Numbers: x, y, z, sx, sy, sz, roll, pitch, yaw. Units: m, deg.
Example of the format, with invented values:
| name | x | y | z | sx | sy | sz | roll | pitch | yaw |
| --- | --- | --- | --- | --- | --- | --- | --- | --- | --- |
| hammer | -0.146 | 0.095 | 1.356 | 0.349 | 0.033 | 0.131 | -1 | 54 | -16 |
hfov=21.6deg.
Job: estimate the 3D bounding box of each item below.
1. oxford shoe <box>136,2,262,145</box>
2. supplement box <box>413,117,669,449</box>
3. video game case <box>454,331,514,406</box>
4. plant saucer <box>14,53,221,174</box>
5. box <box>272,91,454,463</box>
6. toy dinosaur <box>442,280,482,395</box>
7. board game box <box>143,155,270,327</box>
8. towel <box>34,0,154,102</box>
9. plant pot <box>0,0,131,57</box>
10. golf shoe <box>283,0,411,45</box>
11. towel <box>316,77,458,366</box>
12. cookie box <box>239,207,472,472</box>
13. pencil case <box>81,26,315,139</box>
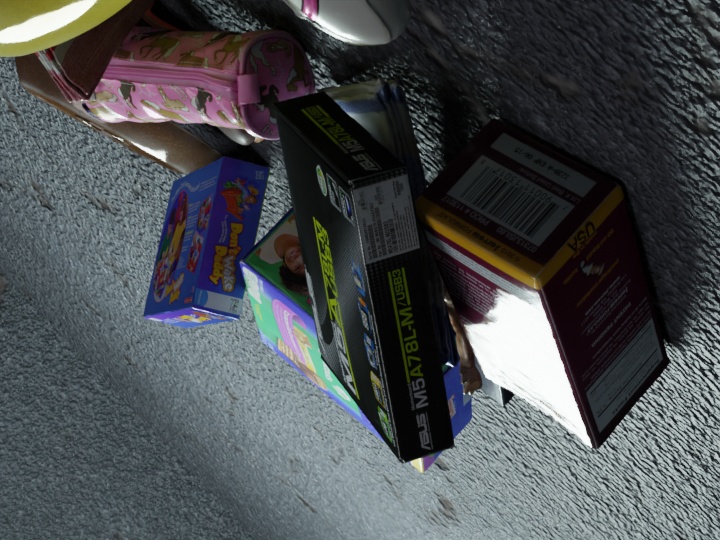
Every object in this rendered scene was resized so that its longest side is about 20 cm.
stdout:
| name | x | y | z | sx | sy | sz | roll | pitch | yaw |
| --- | --- | --- | --- | --- | --- | --- | --- | --- | --- |
| oxford shoe | -0.161 | -0.159 | 1.522 | 0.200 | 0.073 | 0.071 | 41 | 164 | 10 |
| supplement box | 0.122 | 0.011 | 1.232 | 0.110 | 0.086 | 0.201 | 33 | 160 | 36 |
| video game case | 0.045 | 0.023 | 1.583 | 0.199 | 0.019 | 0.143 | 38 | 163 | 24 |
| plant saucer | -0.213 | -0.133 | 1.609 | 0.199 | 0.035 | 0.200 | 29 | 177 | 1 |
| box | 0.000 | 0.000 | 1.268 | 0.193 | 0.047 | 0.202 | -135 | 32 | -62 |
| toy dinosaur | 0.054 | -0.005 | 1.379 | 0.135 | 0.086 | 0.201 | 38 | 159 | 43 |
| board game box | -0.142 | -0.022 | 1.709 | 0.044 | 0.136 | 0.200 | 14 | 172 | -17 |
| towel | -0.209 | -0.236 | 1.326 | 0.023 | 0.145 | 0.201 | 7 | 145 | 33 |
| plant pot | -0.188 | -0.242 | 1.210 | 0.141 | 0.201 | 0.201 | 1 | 139 | 39 |
| golf shoe | -0.025 | -0.205 | 1.068 | 0.092 | 0.073 | 0.201 | 18 | 149 | 54 |
| towel | 0.015 | -0.035 | 1.319 | 0.147 | 0.024 | 0.202 | -169 | 65 | -69 |
| cookie box | 0.000 | 0.062 | 1.621 | 0.199 | 0.075 | 0.172 | 38 | 163 | 19 |
| pencil case | -0.125 | -0.143 | 1.397 | 0.199 | 0.087 | 0.083 | 10 | 140 | 40 |
